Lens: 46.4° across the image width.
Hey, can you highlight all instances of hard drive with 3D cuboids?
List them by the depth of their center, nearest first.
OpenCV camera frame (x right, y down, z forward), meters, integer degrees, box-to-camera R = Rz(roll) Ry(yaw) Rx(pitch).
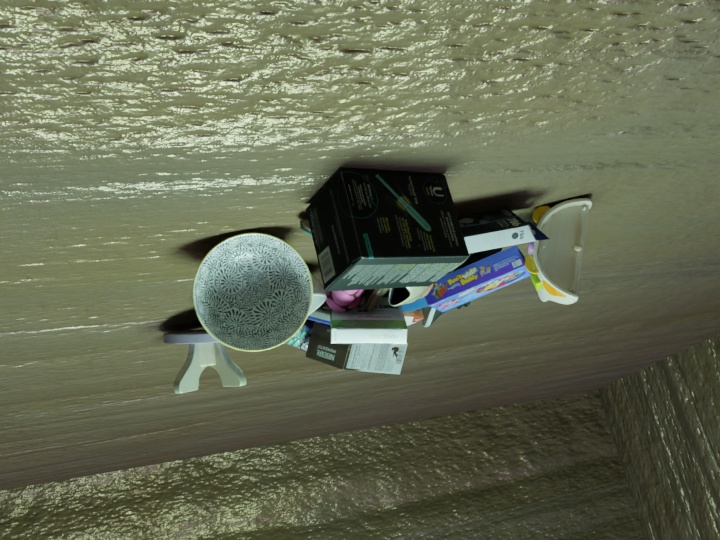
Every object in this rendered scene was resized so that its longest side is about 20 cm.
[{"bbox_3d":[-0.030,0.108,1.773,0.200,0.025,0.132,13,179,26],"label":"hard drive"}]

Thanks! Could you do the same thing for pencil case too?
[{"bbox_3d":[0.000,0.000,1.566,0.094,0.091,0.200,-10,159,-27],"label":"pencil case"}]

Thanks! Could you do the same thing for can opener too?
[{"bbox_3d":[0.200,-0.028,1.671,0.063,0.079,0.200,43,144,-12],"label":"can opener"}]

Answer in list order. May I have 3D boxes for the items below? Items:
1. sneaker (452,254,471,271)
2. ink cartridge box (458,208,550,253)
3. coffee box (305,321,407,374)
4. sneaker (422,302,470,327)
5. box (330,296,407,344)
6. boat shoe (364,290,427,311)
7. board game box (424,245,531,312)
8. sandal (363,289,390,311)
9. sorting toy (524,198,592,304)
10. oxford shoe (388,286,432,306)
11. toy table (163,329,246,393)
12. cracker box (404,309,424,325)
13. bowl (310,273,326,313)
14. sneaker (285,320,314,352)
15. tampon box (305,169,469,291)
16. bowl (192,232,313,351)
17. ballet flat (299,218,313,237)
[{"bbox_3d":[0.135,-0.018,1.624,0.087,0.074,0.200,-10,171,-46],"label":"sneaker"},{"bbox_3d":[0.230,-0.072,1.510,0.200,0.039,0.099,-10,-156,-11],"label":"ink cartridge box"},{"bbox_3d":[-0.006,0.169,1.809,0.113,0.080,0.200,15,-179,40],"label":"coffee box"},{"bbox_3d":[0.198,0.078,1.941,0.099,0.071,0.200,-4,155,-11],"label":"sneaker"},{"bbox_3d":[0.012,0.095,1.643,0.144,0.036,0.200,1,-166,-2],"label":"box"},{"bbox_3d":[0.069,0.045,1.778,0.200,0.069,0.084,-5,147,-9],"label":"boat shoe"},{"bbox_3d":[0.231,0.019,1.656,0.200,0.045,0.134,-24,166,12],"label":"board game box"},{"bbox_3d":[0.067,0.009,1.589,0.054,0.080,0.200,26,128,-8],"label":"sandal"},{"bbox_3d":[0.372,-0.023,1.637,0.107,0.200,0.180,11,162,8],"label":"sorting toy"},{"bbox_3d":[0.100,-0.004,1.464,0.074,0.071,0.200,-31,152,-34],"label":"oxford shoe"},{"bbox_3d":[-0.316,0.182,1.731,0.184,0.117,0.200,-5,179,-44],"label":"toy table"},{"bbox_3d":[0.030,0.118,1.962,0.200,0.058,0.134,-28,157,34],"label":"cracker box"},{"bbox_3d":[-0.184,0.053,1.610,0.200,0.075,0.200,0,157,-33],"label":"bowl"},{"bbox_3d":[-0.166,0.111,1.806,0.200,0.088,0.074,31,110,-32],"label":"sneaker"},{"bbox_3d":[0.041,-0.061,1.320,0.200,0.150,0.126,-1,157,-32],"label":"tampon box"},{"bbox_3d":[-0.187,0.031,1.437,0.201,0.201,0.094,-9,-170,-12],"label":"bowl"},{"bbox_3d":[-0.010,-0.055,1.415,0.200,0.068,0.067,29,96,-29],"label":"ballet flat"}]
